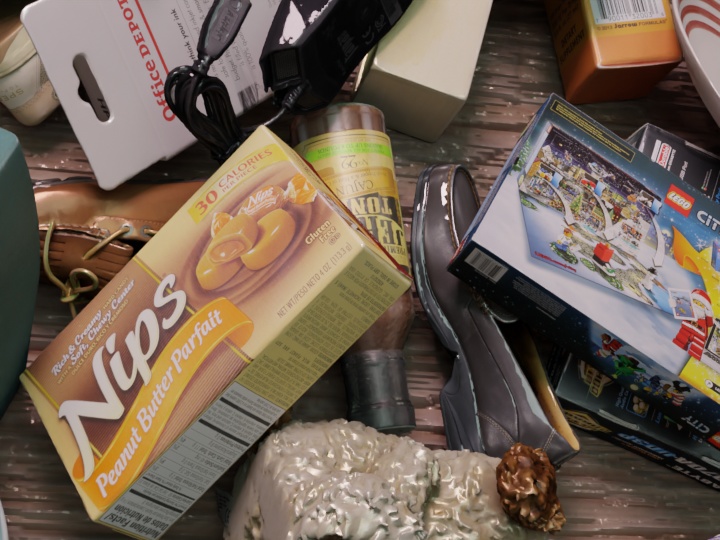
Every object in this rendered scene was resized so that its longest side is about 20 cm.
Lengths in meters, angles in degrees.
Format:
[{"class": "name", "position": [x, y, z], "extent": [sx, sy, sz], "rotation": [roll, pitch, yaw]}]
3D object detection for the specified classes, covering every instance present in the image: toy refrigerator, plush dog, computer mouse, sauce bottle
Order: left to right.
[{"class": "computer mouse", "position": [-0.040, -0.144, 0.760], "extent": [0.046, 0.140, 0.200], "rotation": [30, 82, 28]}, {"class": "sauce bottle", "position": [0.000, 0.000, 0.823], "extent": [0.065, 0.065, 0.200], "rotation": [-7, 76, -15]}, {"class": "plush dog", "position": [0.018, 0.142, 0.746], "extent": [0.171, 0.200, 0.161], "rotation": [13, 45, -17]}, {"class": "toy refrigerator", "position": [0.050, -0.194, 0.883], "extent": [0.070, 0.076, 0.200], "rotation": [19, 72, -8]}]

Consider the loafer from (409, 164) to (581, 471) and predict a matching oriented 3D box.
[{"class": "loafer", "position": [0.082, 0.028, 0.820], "extent": [0.073, 0.072, 0.200], "rotation": [-2, 77, -59]}]

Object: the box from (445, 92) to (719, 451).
[{"class": "box", "position": [0.165, 0.000, 0.807], "extent": [0.200, 0.038, 0.137], "rotation": [34, 52, -2]}]

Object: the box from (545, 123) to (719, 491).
[{"class": "box", "position": [0.217, 0.026, 0.876], "extent": [0.159, 0.046, 0.200], "rotation": [23, 71, -6]}]

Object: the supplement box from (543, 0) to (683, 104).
[{"class": "supplement box", "position": [0.156, -0.218, 0.921], "extent": [0.069, 0.067, 0.200], "rotation": [-6, 76, -13]}]

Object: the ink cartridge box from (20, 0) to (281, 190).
[{"class": "ink cartridge box", "position": [-0.107, -0.144, 0.797], "extent": [0.200, 0.068, 0.116], "rotation": [-36, 118, -28]}]

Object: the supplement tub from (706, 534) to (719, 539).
[{"class": "supplement tub", "position": [0.157, 0.239, 0.750], "extent": [0.200, 0.145, 0.146], "rotation": [-15, 78, -17]}]

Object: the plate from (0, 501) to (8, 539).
[{"class": "plate", "position": [-0.291, 0.158, 0.729], "extent": [0.200, 0.026, 0.201], "rotation": [4, 74, -13]}]

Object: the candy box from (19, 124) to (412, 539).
[{"class": "candy box", "position": [-0.082, 0.033, 0.729], "extent": [0.200, 0.055, 0.115], "rotation": [-46, 49, 7]}]

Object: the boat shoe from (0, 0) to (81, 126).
[{"class": "boat shoe", "position": [-0.157, -0.173, 0.839], "extent": [0.200, 0.072, 0.065], "rotation": [-53, 127, -25]}]

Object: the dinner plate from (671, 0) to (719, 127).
[{"class": "dinner plate", "position": [0.262, -0.102, 0.886], "extent": [0.200, 0.024, 0.200], "rotation": [33, 34, -26]}]

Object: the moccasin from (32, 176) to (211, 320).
[{"class": "moccasin", "position": [-0.148, -0.008, 0.790], "extent": [0.201, 0.074, 0.078], "rotation": [-2, 67, -24]}]

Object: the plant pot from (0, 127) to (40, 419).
[{"class": "plant pot", "position": [-0.238, 0.014, 0.665], "extent": [0.141, 0.200, 0.141], "rotation": [24, 44, -5]}]
